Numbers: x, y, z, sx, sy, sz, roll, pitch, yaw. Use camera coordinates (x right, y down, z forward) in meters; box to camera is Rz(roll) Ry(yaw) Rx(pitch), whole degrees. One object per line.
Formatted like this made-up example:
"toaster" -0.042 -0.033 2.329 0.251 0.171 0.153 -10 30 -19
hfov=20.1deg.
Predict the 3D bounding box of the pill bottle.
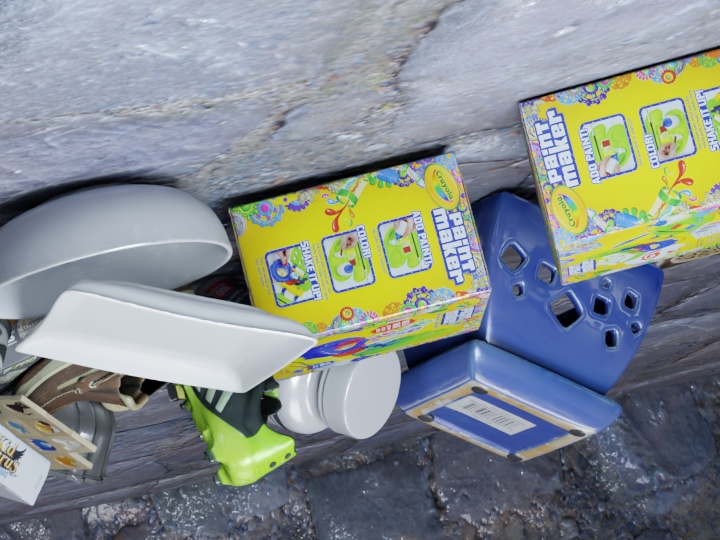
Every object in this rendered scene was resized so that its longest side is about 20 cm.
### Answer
"pill bottle" -0.067 0.085 1.896 0.199 0.121 0.119 16 -172 33

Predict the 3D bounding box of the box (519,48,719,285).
"box" 0.237 -0.081 1.646 0.191 0.123 0.200 -15 170 4

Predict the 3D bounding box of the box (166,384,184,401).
"box" -0.114 0.078 2.144 0.198 0.076 0.050 -18 171 16

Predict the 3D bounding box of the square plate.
"square plate" -0.153 0.049 1.570 0.196 0.029 0.200 12 161 -17

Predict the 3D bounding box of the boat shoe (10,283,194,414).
"boat shoe" -0.211 0.087 1.709 0.202 0.075 0.075 -34 170 28

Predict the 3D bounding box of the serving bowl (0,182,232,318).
"serving bowl" -0.200 -0.022 1.533 0.198 0.066 0.200 -14 169 -3

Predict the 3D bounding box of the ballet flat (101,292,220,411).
"ballet flat" -0.186 0.085 1.861 0.066 0.057 0.200 15 144 -32

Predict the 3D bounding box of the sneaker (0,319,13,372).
"sneaker" -0.337 0.036 1.554 0.078 0.078 0.200 -19 150 29

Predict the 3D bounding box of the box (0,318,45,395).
"box" -0.275 0.060 1.768 0.199 0.049 0.161 -26 176 -29

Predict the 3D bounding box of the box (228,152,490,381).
"box" 0.000 0.000 1.718 0.191 0.123 0.200 -15 170 -2

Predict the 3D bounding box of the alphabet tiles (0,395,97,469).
"alphabet tiles" -0.328 0.133 1.741 0.199 0.006 0.166 -4 148 36

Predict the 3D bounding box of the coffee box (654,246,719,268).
"coffee box" 0.330 -0.057 2.007 0.198 0.081 0.113 -15 170 3

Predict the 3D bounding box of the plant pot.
"plant pot" 0.147 0.066 1.938 0.199 0.181 0.200 25 155 -20

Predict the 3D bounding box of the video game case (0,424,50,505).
"video game case" -0.377 0.117 1.638 0.198 0.046 0.181 12 160 29

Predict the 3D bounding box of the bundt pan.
"bundt pan" -0.322 0.130 1.942 0.200 0.076 0.202 23 180 0

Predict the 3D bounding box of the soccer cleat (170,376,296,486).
"soccer cleat" -0.115 0.099 1.728 0.080 0.201 0.068 -20 141 -11
